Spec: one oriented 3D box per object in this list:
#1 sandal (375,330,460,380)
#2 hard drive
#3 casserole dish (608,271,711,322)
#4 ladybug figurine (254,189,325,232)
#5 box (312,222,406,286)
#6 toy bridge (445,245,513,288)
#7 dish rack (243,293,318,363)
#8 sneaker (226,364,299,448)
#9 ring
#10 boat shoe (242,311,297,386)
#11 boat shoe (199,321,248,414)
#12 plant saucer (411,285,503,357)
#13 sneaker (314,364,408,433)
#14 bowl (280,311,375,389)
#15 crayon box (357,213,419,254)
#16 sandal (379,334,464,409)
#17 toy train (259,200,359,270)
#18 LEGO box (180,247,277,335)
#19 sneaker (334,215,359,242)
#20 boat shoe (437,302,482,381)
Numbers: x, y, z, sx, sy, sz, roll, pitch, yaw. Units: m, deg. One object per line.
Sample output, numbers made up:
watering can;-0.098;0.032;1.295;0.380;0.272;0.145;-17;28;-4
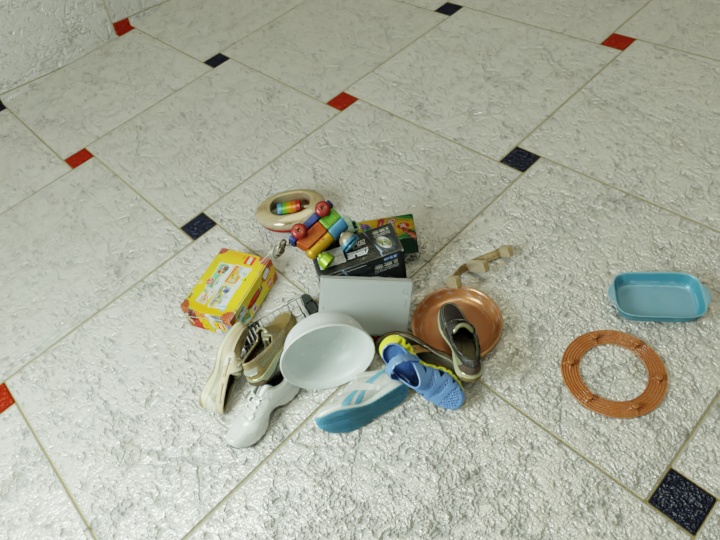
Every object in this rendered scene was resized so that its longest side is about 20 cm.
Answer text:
sandal;0.116;0.189;1.205;0.198;0.082;0.055;24;34;21
hard drive;0.008;0.079;1.261;0.197;0.133;0.026;2;20;-7
casserole dish;0.631;0.060;1.230;0.197;0.039;0.122;0;50;13
ladybug figurine;-0.189;-0.156;1.575;0.197;0.072;0.137;-7;49;6
box;0.000;0.000;1.334;0.198;0.164;0.087;-18;55;-5
toy bridge;0.273;-0.011;1.358;0.199;0.027;0.067;-28;15;-28
dish rack;-0.168;0.147;1.325;0.199;0.055;0.154;-29;48;-10
sneaker;-0.210;0.276;1.201;0.074;0.088;0.200;23;59;27
ring;0.504;0.199;1.152;0.198;0.019;0.202;-6;49;7
boat shoe;-0.191;0.146;1.224;0.071;0.077;0.201;-10;34;23
boat shoe;-0.283;0.213;1.268;0.064;0.072;0.202;15;71;15
plant saucer;0.212;0.122;1.272;0.198;0.038;0.202;-7;48;8
sneaker;-0.005;0.263;1.181;0.198;0.077;0.081;-21;41;-16
bowl;-0.074;0.151;1.203;0.199;0.202;0.091;-16;45;-2
crayon box;0.041;-0.080;1.451;0.198;0.051;0.127;-9;31;5
sandal;0.117;0.214;1.142;0.199;0.080;0.087;32;18;1
toy train;-0.105;-0.044;1.236;0.116;0.085;0.200;44;77;5
LEGO box;-0.319;0.052;1.422;0.147;0.078;0.201;13;54;22
sneaker;-0.050;-0.063;1.386;0.117;0.201;0.074;-26;73;-6
boat shoe;0.209;0.131;1.182;0.072;0.065;0.201;-4;41;-10
